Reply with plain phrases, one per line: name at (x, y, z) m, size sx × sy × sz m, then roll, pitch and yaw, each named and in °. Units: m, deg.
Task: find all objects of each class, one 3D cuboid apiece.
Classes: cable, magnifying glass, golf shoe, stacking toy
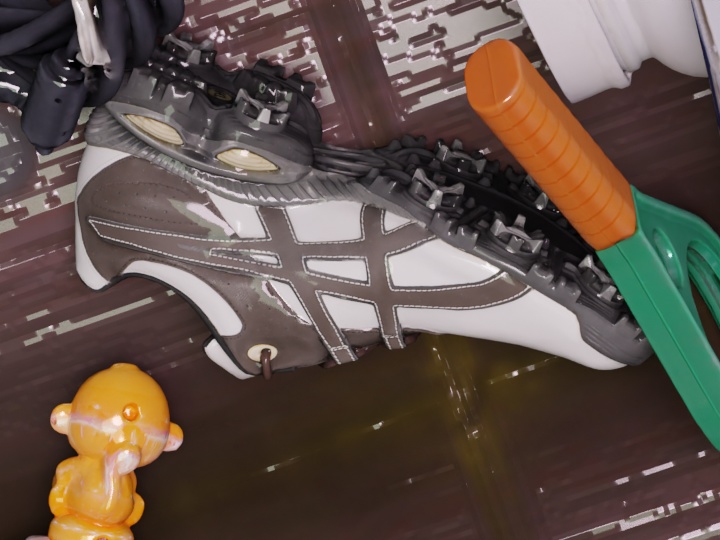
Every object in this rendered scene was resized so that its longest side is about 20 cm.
cable at (-0.136, -0.135, 0.920) m, size 0.051 × 0.163 × 0.200 m, roll -35°, pitch 82°, yaw -29°
magnifying glass at (0.087, -0.006, 0.920) m, size 0.022 × 0.080 × 0.200 m, roll -24°, pitch 139°, yaw 21°
golf shoe at (0.000, 0.000, 0.974) m, size 0.199 × 0.078 × 0.095 m, roll 24°, pitch 108°, yaw 8°
stacking toy at (-0.099, 0.129, 0.994) m, size 0.115 × 0.110 × 0.201 m, roll 11°, pitch 91°, yaw -14°

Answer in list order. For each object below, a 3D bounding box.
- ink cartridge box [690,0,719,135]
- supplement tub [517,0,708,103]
ink cartridge box at (0.206, -0.055, 0.893) m, size 0.199 × 0.197 × 0.044 m, roll -16°, pitch 63°, yaw 5°
supplement tub at (0.129, -0.145, 0.896) m, size 0.199 × 0.144 × 0.145 m, roll -24°, pitch 98°, yaw 7°
